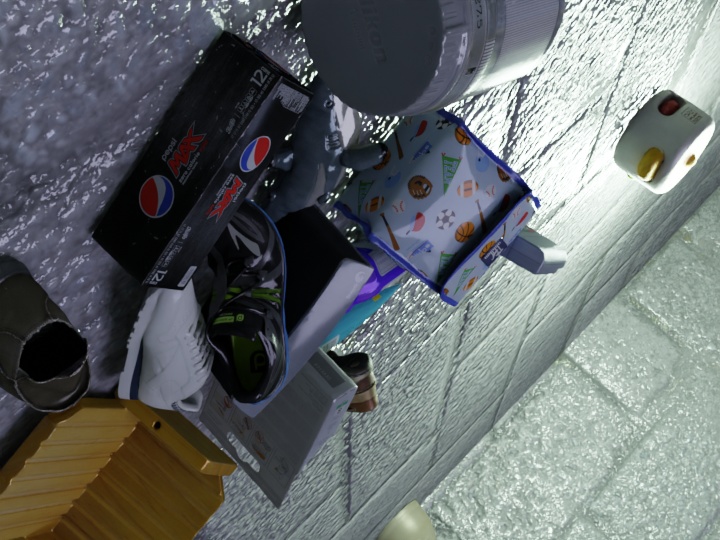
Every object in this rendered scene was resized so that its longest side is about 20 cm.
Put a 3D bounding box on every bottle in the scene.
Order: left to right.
[{"bbox_3d":[0.000,0.000,1.187,0.199,0.066,0.083,-34,-163,-36],"label":"bottle"}]

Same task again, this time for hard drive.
[{"bbox_3d":[-0.089,0.034,0.987,0.200,0.135,0.042,-50,146,11],"label":"hard drive"}]

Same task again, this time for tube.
[{"bbox_3d":[-0.021,0.067,1.310,0.077,0.051,0.199,-27,-179,41],"label":"tube"}]

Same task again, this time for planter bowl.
[{"bbox_3d":[0.141,0.782,2.789,0.200,0.134,0.201,-42,158,-21],"label":"planter bowl"}]

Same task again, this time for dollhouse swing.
[{"bbox_3d":[-0.253,0.235,0.960,0.200,0.181,0.176,-49,180,1],"label":"dollhouse swing"}]

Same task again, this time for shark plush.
[{"bbox_3d":[-0.066,-0.107,0.937,0.083,0.092,0.200,14,137,-45],"label":"shark plush"}]

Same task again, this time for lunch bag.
[{"bbox_3d":[0.102,-0.067,1.115,0.170,0.124,0.200,-48,127,5],"label":"lunch bag"}]

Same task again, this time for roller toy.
[{"bbox_3d":[0.611,-0.255,1.945,0.183,0.139,0.200,-53,159,9],"label":"roller toy"}]

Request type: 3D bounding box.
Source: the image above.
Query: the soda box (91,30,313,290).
[{"bbox_3d":[-0.127,-0.084,0.781,0.201,0.071,0.063,-54,158,10],"label":"soda box"}]

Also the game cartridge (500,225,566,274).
[{"bbox_3d":[0.166,-0.060,1.259,0.133,0.199,0.041,-9,130,-62],"label":"game cartridge"}]

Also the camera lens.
[{"bbox_3d":[0.067,-0.223,0.819,0.199,0.160,0.161,-28,151,-45],"label":"camera lens"}]

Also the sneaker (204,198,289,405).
[{"bbox_3d":[-0.106,0.028,0.895,0.083,0.070,0.202,-50,134,-76],"label":"sneaker"}]

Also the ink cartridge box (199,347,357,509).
[{"bbox_3d":[-0.100,0.154,1.129,0.050,0.161,0.201,-22,147,-44],"label":"ink cartridge box"}]

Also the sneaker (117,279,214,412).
[{"bbox_3d":[-0.171,0.063,0.905,0.201,0.080,0.077,113,-2,-50],"label":"sneaker"}]

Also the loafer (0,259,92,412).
[{"bbox_3d":[-0.258,0.071,0.781,0.075,0.070,0.201,-42,159,-19],"label":"loafer"}]

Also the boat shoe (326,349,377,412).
[{"bbox_3d":[-0.040,0.150,1.251,0.075,0.075,0.199,-26,-171,-25],"label":"boat shoe"}]
